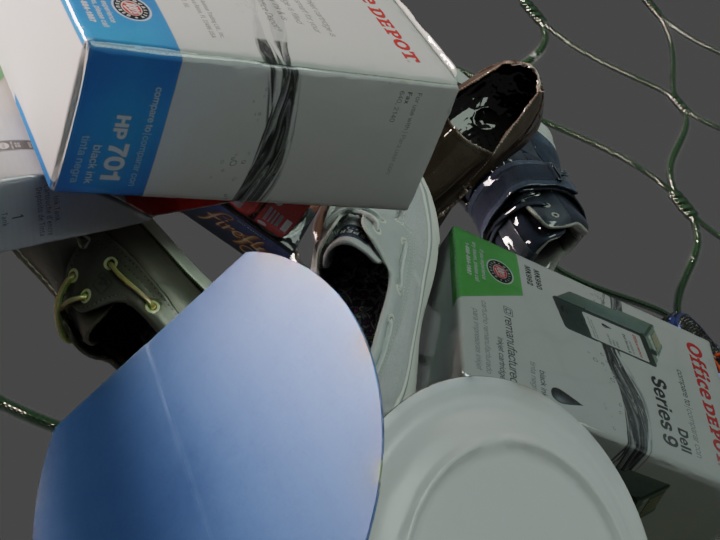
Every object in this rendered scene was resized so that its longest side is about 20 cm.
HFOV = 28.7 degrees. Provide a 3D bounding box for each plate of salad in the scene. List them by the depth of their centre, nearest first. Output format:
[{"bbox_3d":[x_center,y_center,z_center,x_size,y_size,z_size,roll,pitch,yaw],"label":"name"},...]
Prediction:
[{"bbox_3d":[0.058,0.148,0.618,0.198,0.048,0.203,12,69,-35],"label":"plate of salad"}]

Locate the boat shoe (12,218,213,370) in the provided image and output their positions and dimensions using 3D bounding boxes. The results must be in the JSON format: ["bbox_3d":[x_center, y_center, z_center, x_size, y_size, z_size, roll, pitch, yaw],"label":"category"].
[{"bbox_3d":[-0.120,0.018,0.725,0.201,0.072,0.060,38,48,11],"label":"boat shoe"}]

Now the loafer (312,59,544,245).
[{"bbox_3d":[0.046,-0.077,0.918,0.073,0.071,0.200,42,70,9],"label":"loafer"}]

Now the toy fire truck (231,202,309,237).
[{"bbox_3d":[-0.057,-0.132,0.860,0.140,0.049,0.201,32,56,-8],"label":"toy fire truck"}]

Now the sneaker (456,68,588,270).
[{"bbox_3d":[0.075,-0.068,0.994,0.200,0.077,0.147,17,40,-28],"label":"sneaker"}]

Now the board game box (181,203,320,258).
[{"bbox_3d":[-0.062,-0.113,0.899,0.135,0.035,0.201,33,55,-8],"label":"board game box"}]

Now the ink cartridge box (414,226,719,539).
[{"bbox_3d":[0.125,0.079,0.856,0.198,0.084,0.147,23,34,-16],"label":"ink cartridge box"}]

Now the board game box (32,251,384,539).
[{"bbox_3d":[-0.059,0.096,0.604,0.039,0.200,0.159,28,27,-47],"label":"board game box"}]

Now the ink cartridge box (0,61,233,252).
[{"bbox_3d":[-0.161,-0.081,0.729,0.197,0.051,0.161,-14,43,-19],"label":"ink cartridge box"}]

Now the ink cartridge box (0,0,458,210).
[{"bbox_3d":[-0.072,-0.108,0.719,0.198,0.087,0.147,3,36,-31],"label":"ink cartridge box"}]

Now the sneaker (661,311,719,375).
[{"bbox_3d":[0.294,0.100,1.009,0.200,0.079,0.075,44,35,5],"label":"sneaker"}]

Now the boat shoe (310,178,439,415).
[{"bbox_3d":[0.000,0.000,0.819,0.069,0.071,0.202,62,33,-53],"label":"boat shoe"}]

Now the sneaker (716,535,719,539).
[{"bbox_3d":[0.295,0.131,0.920,0.088,0.082,0.200,39,70,15],"label":"sneaker"}]
